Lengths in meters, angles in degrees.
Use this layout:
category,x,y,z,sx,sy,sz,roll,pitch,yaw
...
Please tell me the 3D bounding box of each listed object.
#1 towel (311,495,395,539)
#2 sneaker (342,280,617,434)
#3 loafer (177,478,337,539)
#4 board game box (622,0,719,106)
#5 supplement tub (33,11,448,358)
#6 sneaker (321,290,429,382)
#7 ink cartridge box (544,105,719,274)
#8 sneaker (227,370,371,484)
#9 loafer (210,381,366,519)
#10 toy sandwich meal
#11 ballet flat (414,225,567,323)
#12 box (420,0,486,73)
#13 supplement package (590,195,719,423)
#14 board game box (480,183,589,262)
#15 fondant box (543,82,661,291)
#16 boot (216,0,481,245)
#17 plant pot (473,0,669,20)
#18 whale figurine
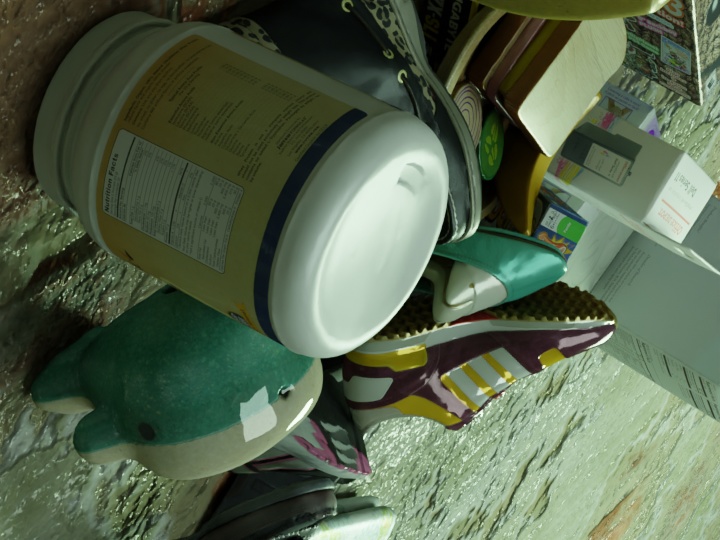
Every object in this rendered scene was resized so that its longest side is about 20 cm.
category,x,y,z,sx,sy,sz,roll,pitch,yaw
towel,-0.057,0.271,1.846,0.200,0.048,0.171,0,116,-63
sneaker,0.084,0.064,1.567,0.200,0.075,0.090,-6,114,-10
loafer,-0.087,0.204,1.538,0.200,0.063,0.072,-29,163,35
board game box,0.274,-0.260,1.781,0.159,0.097,0.200,-52,156,-14
supplement tub,-0.068,-0.053,1.226,0.144,0.200,0.144,-41,146,-36
sneaker,0.000,0.000,1.599,0.199,0.076,0.114,-36,133,-19
ink cartridge box,0.203,-0.079,1.731,0.067,0.200,0.117,-59,157,2
sneaker,-0.080,0.107,1.530,0.086,0.080,0.200,-31,141,32
loafer,-0.055,0.151,1.693,0.200,0.072,0.063,-54,176,6
toy sandwich meal,0.113,-0.111,1.545,0.205,0.070,0.205,-44,148,-37
ballet flat,0.041,0.000,1.521,0.067,0.200,0.070,108,-5,-60
box,0.113,-0.187,1.619,0.200,0.049,0.160,-35,146,-41
supplement package,0.300,0.021,2.042,0.152,0.200,0.151,-54,156,-9
board game box,0.105,-0.007,1.692,0.135,0.034,0.200,-62,-166,7
fondant box,0.186,-0.046,1.917,0.200,0.058,0.144,-54,156,-11
boot,-0.014,-0.088,1.376,0.154,0.073,0.204,-32,106,-40
plant pot,0.142,-0.269,1.384,0.195,0.200,0.194,-39,150,-36
whale figurine,-0.118,0.051,1.316,0.159,0.200,0.104,-38,120,-36
